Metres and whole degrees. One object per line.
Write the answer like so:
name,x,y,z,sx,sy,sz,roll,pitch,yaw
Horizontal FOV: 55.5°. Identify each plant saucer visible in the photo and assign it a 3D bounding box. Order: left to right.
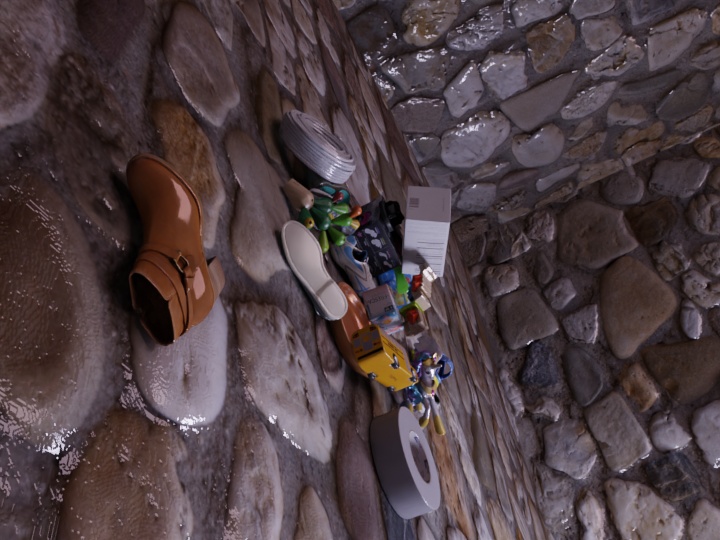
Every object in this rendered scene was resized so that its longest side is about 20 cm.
plant saucer,-0.016,0.125,1.399,0.202,0.037,0.203,-89,154,-56

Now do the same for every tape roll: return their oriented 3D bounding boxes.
tape roll,0.089,0.377,1.349,0.203,0.065,0.202,59,16,-28

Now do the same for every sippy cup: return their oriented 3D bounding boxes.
sippy cup,0.110,0.033,1.846,0.176,0.137,0.134,-16,92,-52

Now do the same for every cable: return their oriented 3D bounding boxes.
cable,-0.098,-0.278,1.530,0.198,0.070,0.201,24,24,-47

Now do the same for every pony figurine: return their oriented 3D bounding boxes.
pony figurine,0.126,0.238,1.520,0.193,0.163,0.205,37,-45,56

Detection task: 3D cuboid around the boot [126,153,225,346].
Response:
boot,-0.228,-0.027,0.777,0.203,0.072,0.155,61,19,-14

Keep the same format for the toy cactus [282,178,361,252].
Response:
toy cactus,-0.088,-0.117,1.376,0.165,0.102,0.200,45,46,-2

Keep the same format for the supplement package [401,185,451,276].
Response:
supplement package,0.161,-0.093,1.693,0.203,0.106,0.116,90,6,-50

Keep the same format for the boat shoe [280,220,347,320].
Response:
boat shoe,-0.096,0.004,1.278,0.203,0.072,0.061,59,-28,-6

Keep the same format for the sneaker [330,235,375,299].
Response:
sneaker,0.000,0.000,1.579,0.073,0.071,0.201,-101,163,-45

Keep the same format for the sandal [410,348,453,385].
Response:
sandal,0.193,0.251,1.834,0.081,0.086,0.200,59,-2,-20

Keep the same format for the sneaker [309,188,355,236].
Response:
sneaker,-0.079,-0.133,1.528,0.088,0.074,0.200,55,4,28

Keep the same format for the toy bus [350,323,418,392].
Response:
toy bus,0.051,0.180,1.364,0.200,0.064,0.080,44,25,-57

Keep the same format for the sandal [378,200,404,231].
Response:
sandal,0.083,-0.146,1.694,0.077,0.047,0.200,65,14,-5

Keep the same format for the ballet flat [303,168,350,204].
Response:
ballet flat,-0.076,-0.196,1.608,0.065,0.066,0.199,63,12,15

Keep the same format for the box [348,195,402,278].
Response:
box,0.030,-0.083,1.729,0.134,0.113,0.201,60,15,-18

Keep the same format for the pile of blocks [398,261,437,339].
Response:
pile of blocks,0.127,0.059,1.637,0.062,0.080,0.204,46,46,-39

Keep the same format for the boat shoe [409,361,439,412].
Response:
boat shoe,0.137,0.270,1.704,0.202,0.055,0.069,60,16,-29

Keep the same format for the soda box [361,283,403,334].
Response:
soda box,0.054,0.095,1.578,0.200,0.062,0.070,59,11,-71
